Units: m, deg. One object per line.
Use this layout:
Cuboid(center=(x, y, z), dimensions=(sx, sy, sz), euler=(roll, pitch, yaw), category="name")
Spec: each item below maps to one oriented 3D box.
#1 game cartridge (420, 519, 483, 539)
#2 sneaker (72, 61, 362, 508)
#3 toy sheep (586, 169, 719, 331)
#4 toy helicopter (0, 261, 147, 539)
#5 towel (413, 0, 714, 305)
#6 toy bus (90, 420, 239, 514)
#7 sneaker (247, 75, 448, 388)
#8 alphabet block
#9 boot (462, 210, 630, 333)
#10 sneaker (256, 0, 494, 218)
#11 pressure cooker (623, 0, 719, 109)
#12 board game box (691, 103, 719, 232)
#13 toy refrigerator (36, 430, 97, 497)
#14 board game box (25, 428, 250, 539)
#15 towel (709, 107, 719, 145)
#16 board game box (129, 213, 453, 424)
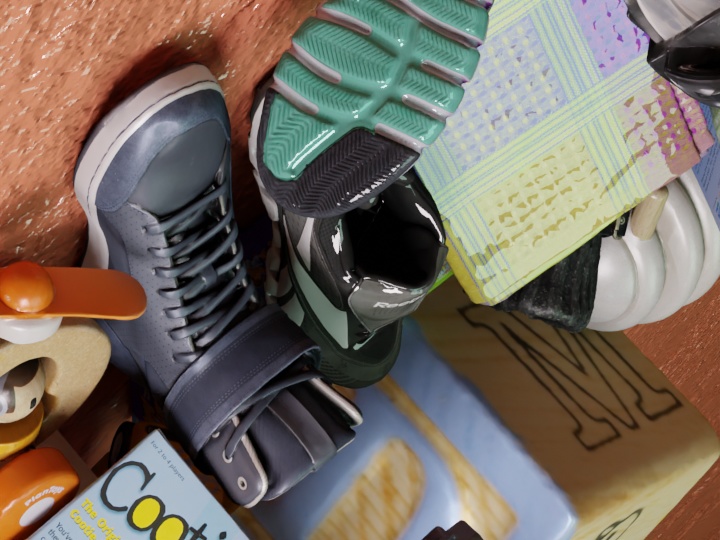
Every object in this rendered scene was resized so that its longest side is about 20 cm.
Cuboid(center=(-0.016, 0.178, 1.108), dimensions=(0.130, 0.038, 0.200), euler=(-40, 173, 17), category="game cartridge")
Cuboid(center=(-0.056, 0.013, 1.040), dimensions=(0.077, 0.146, 0.203), euler=(-32, 159, -24), category="sneaker")
Cuboid(center=(0.155, -0.032, 1.426), dimensions=(0.200, 0.138, 0.138), euler=(-34, 161, -38), category="toy sheep")
Cuboid(center=(-0.170, 0.045, 0.983), dimensions=(0.132, 0.079, 0.200), euler=(-49, 156, 22), category="toy helicopter")
Cuboid(center=(0.079, -0.079, 1.143), dimensions=(0.143, 0.023, 0.200), euler=(-33, 133, -1), category="towel")
Cuboid(center=(-0.123, 0.146, 1.253), dimensions=(0.200, 0.065, 0.079), euler=(-43, -146, 54), category="toy bus")
Cuboid(center=(0.000, 0.000, 1.127), dimensions=(0.066, 0.090, 0.201), euler=(-33, 142, -20), category="sneaker")
Cuboid(center=(0.055, 0.114, 1.438), dimensions=(0.196, 0.197, 0.200), euler=(-50, 161, 29), category="alphabet block")
Cuboid(center=(0.103, -0.053, 1.254), dimensions=(0.158, 0.079, 0.211), euler=(-65, 163, -3), category="boot")
Cuboid(center=(0.030, -0.109, 1.024), dimensions=(0.201, 0.074, 0.088), euler=(-59, 169, 9), category="sneaker")
Cuboid(center=(0.196, -0.162, 1.010), dimensions=(0.176, 0.178, 0.201), euler=(74, 27, -59), category="pressure cooker")
Cuboid(center=(0.197, -0.119, 1.236), dimensions=(0.019, 0.103, 0.201), euler=(-5, 136, -14), category="board game box")
Cuboid(center=(-0.212, 0.156, 1.149), dimensions=(0.200, 0.076, 0.070), euler=(-46, 162, 13), category="toy refrigerator")
Cuboid(center=(-0.128, 0.179, 1.072), dimensions=(0.200, 0.105, 0.103), euler=(-40, 169, -7), category="board game box")
Cuboid(center=(0.184, -0.128, 1.181), dimensions=(0.031, 0.201, 0.149), euler=(-3, 151, -14), category="towel")
Cuboid(center=(-0.028, 0.010, 1.258), dimensions=(0.200, 0.045, 0.135), euler=(-37, 162, -18), category="board game box")
